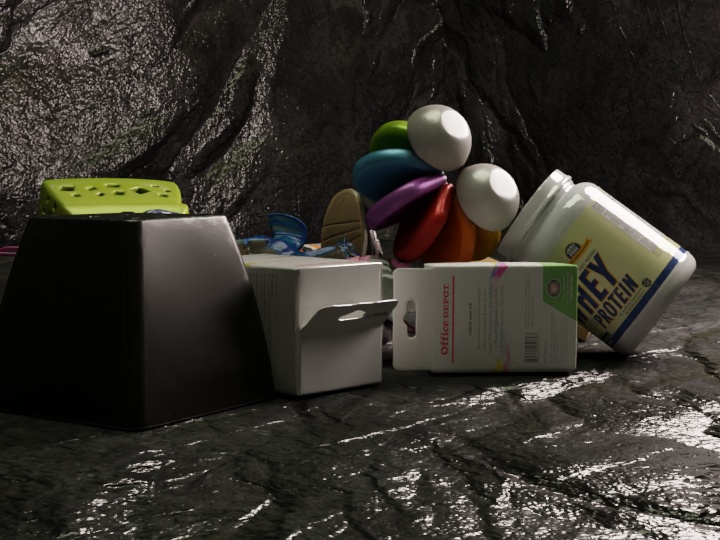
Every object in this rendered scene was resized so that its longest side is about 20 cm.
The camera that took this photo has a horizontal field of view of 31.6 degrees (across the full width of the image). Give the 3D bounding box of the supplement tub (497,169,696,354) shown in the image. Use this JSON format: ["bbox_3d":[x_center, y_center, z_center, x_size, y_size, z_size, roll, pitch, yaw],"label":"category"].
[{"bbox_3d":[0.278,-0.012,1.512,0.200,0.145,0.145,37,13,10],"label":"supplement tub"}]

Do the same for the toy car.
[{"bbox_3d":[0.070,-0.079,1.491,0.150,0.200,0.175,-37,-2,-42],"label":"toy car"}]

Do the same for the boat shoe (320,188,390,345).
[{"bbox_3d":[0.000,0.000,1.573,0.072,0.201,0.065,-20,-20,38],"label":"boat shoe"}]

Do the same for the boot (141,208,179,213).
[{"bbox_3d":[-0.283,-0.034,1.455,0.090,0.073,0.200,-39,-14,25],"label":"boot"}]

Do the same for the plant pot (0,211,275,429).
[{"bbox_3d":[-0.215,0.036,1.185,0.199,0.178,0.200,3,6,33],"label":"plant pot"}]

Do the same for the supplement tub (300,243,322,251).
[{"bbox_3d":[-0.101,0.030,1.596,0.122,0.123,0.200,4,7,41],"label":"supplement tub"}]

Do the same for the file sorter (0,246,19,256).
[{"bbox_3d":[-0.359,0.032,1.537,0.138,0.126,0.200,3,5,26],"label":"file sorter"}]

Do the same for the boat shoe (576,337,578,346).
[{"bbox_3d":[0.204,0.065,1.523,0.065,0.075,0.202,19,2,-8],"label":"boat shoe"}]

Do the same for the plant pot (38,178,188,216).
[{"bbox_3d":[-0.335,-0.016,1.756,0.198,0.201,0.181,-1,12,-20],"label":"plant pot"}]

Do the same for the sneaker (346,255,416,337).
[{"bbox_3d":[0.057,0.054,1.458,0.199,0.087,0.081,19,42,-6],"label":"sneaker"}]

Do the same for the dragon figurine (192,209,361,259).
[{"bbox_3d":[-0.097,-0.026,1.495,0.199,0.059,0.099,24,42,22],"label":"dragon figurine"}]

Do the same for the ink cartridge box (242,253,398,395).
[{"bbox_3d":[-0.073,0.052,1.293,0.199,0.126,0.128,5,7,43],"label":"ink cartridge box"}]

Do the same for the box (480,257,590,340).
[{"bbox_3d":[0.226,0.032,1.718,0.199,0.021,0.163,24,14,14],"label":"box"}]

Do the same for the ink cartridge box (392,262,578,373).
[{"bbox_3d":[0.130,0.050,1.379,0.199,0.118,0.067,0,4,-5],"label":"ink cartridge box"}]
